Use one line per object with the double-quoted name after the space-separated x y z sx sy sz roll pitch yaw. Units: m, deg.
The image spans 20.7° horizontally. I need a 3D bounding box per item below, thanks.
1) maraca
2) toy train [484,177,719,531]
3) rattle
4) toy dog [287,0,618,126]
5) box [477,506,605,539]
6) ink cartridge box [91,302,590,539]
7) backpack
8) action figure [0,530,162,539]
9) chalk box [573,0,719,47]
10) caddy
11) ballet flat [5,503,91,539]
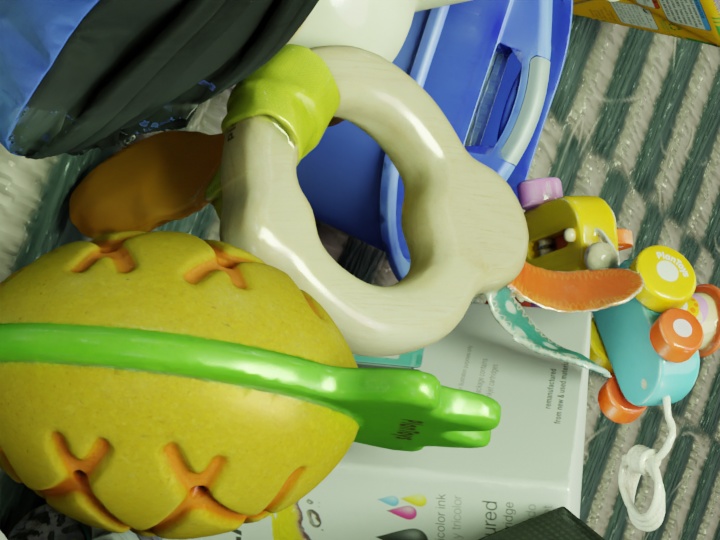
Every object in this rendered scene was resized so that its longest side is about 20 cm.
-0.050 0.043 0.704 0.137 0.198 0.108 94 3 -80 "maraca"
0.116 0.038 0.957 0.055 0.200 0.152 -4 109 -24 "toy train"
0.000 0.000 0.825 0.199 0.143 0.131 21 43 -38 "rattle"
0.022 -0.149 0.851 0.199 0.195 0.140 -34 159 0 "toy dog"
0.002 0.200 0.732 0.192 0.047 0.201 -13 129 -40 "box"
-0.004 0.106 0.868 0.146 0.198 0.148 -71 163 -60 "ink cartridge box"
-0.078 -0.151 0.692 0.162 0.168 0.200 -20 154 -50 "backpack"
-0.109 0.138 0.700 0.131 0.069 0.200 64 3 9 "action figure"
0.177 -0.248 1.105 0.201 0.123 0.125 -66 150 -12 "chalk box"
0.043 -0.089 0.976 0.141 0.104 0.202 22 85 -61 "caddy"
-0.167 0.191 0.809 0.072 0.072 0.202 25 82 -60 "ballet flat"
